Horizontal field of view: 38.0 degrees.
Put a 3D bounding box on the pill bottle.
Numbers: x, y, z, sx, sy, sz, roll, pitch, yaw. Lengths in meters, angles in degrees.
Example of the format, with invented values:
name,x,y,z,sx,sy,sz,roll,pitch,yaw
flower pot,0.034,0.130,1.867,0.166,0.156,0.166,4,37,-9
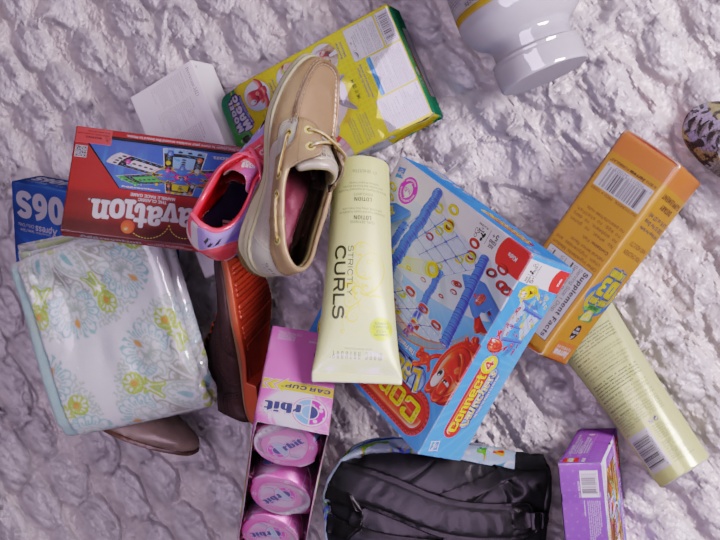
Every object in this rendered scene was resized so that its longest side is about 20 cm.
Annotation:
name,x,y,z,sx,sy,sz,roll,pitch,yaw
pill bottle,0.125,-0.262,0.913,0.111,0.112,0.202,-22,86,20

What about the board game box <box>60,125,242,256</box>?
name,x,y,z,sx,sy,sz,roll,pitch,yaw
board game box,-0.171,-0.072,0.975,0.198,0.019,0.104,6,76,-7

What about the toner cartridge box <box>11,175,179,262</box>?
name,x,y,z,sx,sy,sz,roll,pitch,yaw
toner cartridge box,-0.277,-0.038,1.088,0.199,0.043,0.096,11,109,30

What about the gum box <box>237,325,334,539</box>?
name,x,y,z,sx,sy,sz,roll,pitch,yaw
gum box,-0.069,0.164,0.966,0.066,0.114,0.201,9,132,-3

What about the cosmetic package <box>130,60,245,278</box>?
name,x,y,z,sx,sy,sz,roll,pitch,yaw
cosmetic package,-0.152,-0.102,1.058,0.082,0.051,0.201,-25,85,24

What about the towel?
name,x,y,z,sx,sy,sz,roll,pitch,yaw
towel,-0.244,0.054,1.024,0.170,0.048,0.202,-13,98,21

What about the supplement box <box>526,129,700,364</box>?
name,x,y,z,sx,sy,sz,roll,pitch,yaw
supplement box,0.204,-0.017,0.910,0.069,0.066,0.201,43,104,32

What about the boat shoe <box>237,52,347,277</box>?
name,x,y,z,sx,sy,sz,roll,pitch,yaw
boat shoe,-0.046,-0.089,0.902,0.066,0.074,0.202,7,83,44

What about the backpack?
name,x,y,z,sx,sy,sz,roll,pitch,yaw
backpack,0.062,0.226,0.965,0.198,0.154,0.165,5,98,-2

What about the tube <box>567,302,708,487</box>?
name,x,y,z,sx,sy,sz,roll,pitch,yaw
tube,0.232,0.095,0.935,0.058,0.052,0.201,-27,73,-19

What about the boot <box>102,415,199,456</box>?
name,x,y,z,sx,sy,sz,roll,pitch,yaw
boot,-0.241,0.093,1.095,0.199,0.070,0.148,18,99,19

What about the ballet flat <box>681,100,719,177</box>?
name,x,y,z,sx,sy,sz,roll,pitch,yaw
ballet flat,0.358,-0.083,0.863,0.200,0.072,0.072,34,104,15

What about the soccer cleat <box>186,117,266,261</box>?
name,x,y,z,sx,sy,sz,roll,pitch,yaw
soccer cleat,-0.086,-0.097,0.941,0.066,0.077,0.201,33,75,11

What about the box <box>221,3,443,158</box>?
name,x,y,z,sx,sy,sz,roll,pitch,yaw
box,-0.032,-0.157,1.014,0.199,0.048,0.118,-23,87,18

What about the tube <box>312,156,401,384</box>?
name,x,y,z,sx,sy,sz,roll,pitch,yaw
tube,0.000,0.000,0.918,0.058,0.052,0.202,-11,68,34

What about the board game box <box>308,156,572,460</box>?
name,x,y,z,sx,sy,sz,roll,pitch,yaw
board game box,0.061,0.030,0.937,0.200,0.056,0.197,42,109,46

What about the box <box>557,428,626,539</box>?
name,x,y,z,sx,sy,sz,roll,pitch,yaw
box,0.206,0.249,0.905,0.039,0.137,0.202,-5,92,19

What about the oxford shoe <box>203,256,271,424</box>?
name,x,y,z,sx,sy,sz,roll,pitch,yaw
oxford shoe,-0.129,0.063,1.032,0.072,0.071,0.202,4,111,24
